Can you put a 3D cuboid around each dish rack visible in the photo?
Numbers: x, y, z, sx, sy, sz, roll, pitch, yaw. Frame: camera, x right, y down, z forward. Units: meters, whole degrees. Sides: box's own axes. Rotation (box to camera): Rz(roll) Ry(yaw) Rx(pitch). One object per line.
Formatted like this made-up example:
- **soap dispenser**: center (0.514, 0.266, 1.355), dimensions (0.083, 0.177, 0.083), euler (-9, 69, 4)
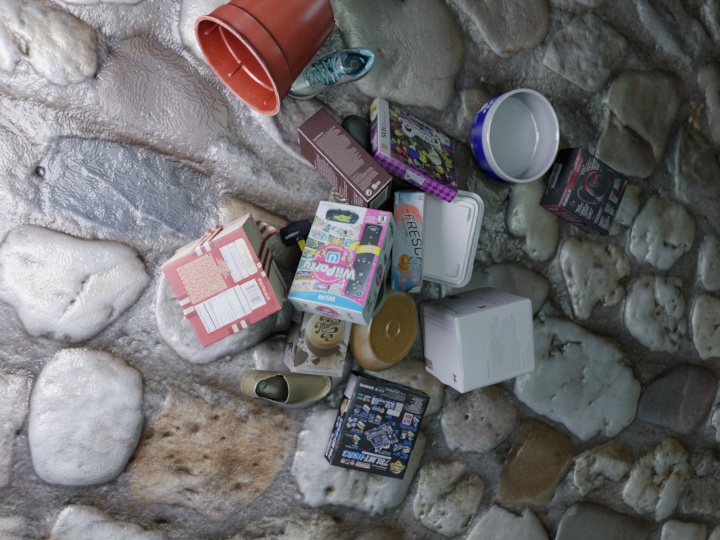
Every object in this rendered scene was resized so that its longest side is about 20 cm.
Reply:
- **dish rack**: center (0.163, -0.072, 1.235), dimensions (0.167, 0.043, 0.206), euler (14, 103, 17)

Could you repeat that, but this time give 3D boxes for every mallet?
- **mallet**: center (-0.106, -0.015, 1.133), dimensions (0.064, 0.203, 0.042), euler (-15, 145, -9)

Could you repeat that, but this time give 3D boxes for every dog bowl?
- **dog bowl**: center (0.349, -0.302, 1.323), dimensions (0.195, 0.079, 0.206), euler (-3, 99, -21)

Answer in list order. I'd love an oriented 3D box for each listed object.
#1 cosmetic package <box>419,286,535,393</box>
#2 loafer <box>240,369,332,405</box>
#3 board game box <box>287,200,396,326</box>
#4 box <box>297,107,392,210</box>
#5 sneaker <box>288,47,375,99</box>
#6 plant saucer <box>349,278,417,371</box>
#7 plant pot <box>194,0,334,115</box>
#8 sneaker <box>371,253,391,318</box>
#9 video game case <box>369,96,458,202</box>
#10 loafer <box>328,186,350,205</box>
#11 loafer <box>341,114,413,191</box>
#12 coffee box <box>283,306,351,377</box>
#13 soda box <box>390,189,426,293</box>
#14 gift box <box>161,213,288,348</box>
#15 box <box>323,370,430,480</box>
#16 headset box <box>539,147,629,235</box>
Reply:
- **cosmetic package**: center (0.258, 0.148, 1.301), dimensions (0.195, 0.164, 0.170), euler (-11, 101, -21)
- **loafer**: center (-0.146, 0.242, 1.201), dimensions (0.195, 0.067, 0.078), euler (0, 98, -22)
- **board game box**: center (-0.030, -0.016, 1.067), dimensions (0.144, 0.065, 0.205), euler (10, 67, 16)
- **box**: center (-0.031, -0.203, 1.124), dimensions (0.075, 0.100, 0.200), euler (-43, 80, -12)
- **sneaker**: center (-0.060, -0.395, 1.138), dimensions (0.196, 0.086, 0.079), euler (-26, 106, -17)
- **plant saucer**: center (0.061, 0.122, 1.257), dimensions (0.196, 0.035, 0.206), euler (-9, 104, -38)
- **plant pot**: center (-0.158, -0.424, 1.047), dimensions (0.201, 0.199, 0.196), euler (47, 72, -21)
- **sneaker**: center (0.000, 0.000, 1.131), dimensions (0.073, 0.203, 0.107), euler (-18, 127, 27)
- **video game case**: center (0.108, -0.248, 1.195), dimensions (0.196, 0.036, 0.185), euler (23, 45, -23)
- **loafer**: center (-0.028, -0.123, 1.200), dimensions (0.204, 0.074, 0.068), euler (-64, 150, -12)
- **loafer**: center (0.043, -0.245, 1.208), dimensions (0.199, 0.072, 0.073), euler (40, 83, -21)
- **coffee box**: center (-0.080, 0.105, 1.202), dimensions (0.110, 0.080, 0.206), euler (9, 94, -23)
- **soda box**: center (0.099, -0.061, 1.197), dimensions (0.062, 0.068, 0.206), euler (3, 101, 12)
- **gift box**: center (-0.225, 0.011, 1.070), dimensions (0.195, 0.187, 0.189), euler (-21, 103, -2)
- **box**: center (0.039, 0.347, 1.302), dimensions (0.196, 0.050, 0.204), euler (19, 91, -24)
- **headset box**: center (0.536, -0.194, 1.416), dimensions (0.196, 0.075, 0.152), euler (23, 88, -23)
